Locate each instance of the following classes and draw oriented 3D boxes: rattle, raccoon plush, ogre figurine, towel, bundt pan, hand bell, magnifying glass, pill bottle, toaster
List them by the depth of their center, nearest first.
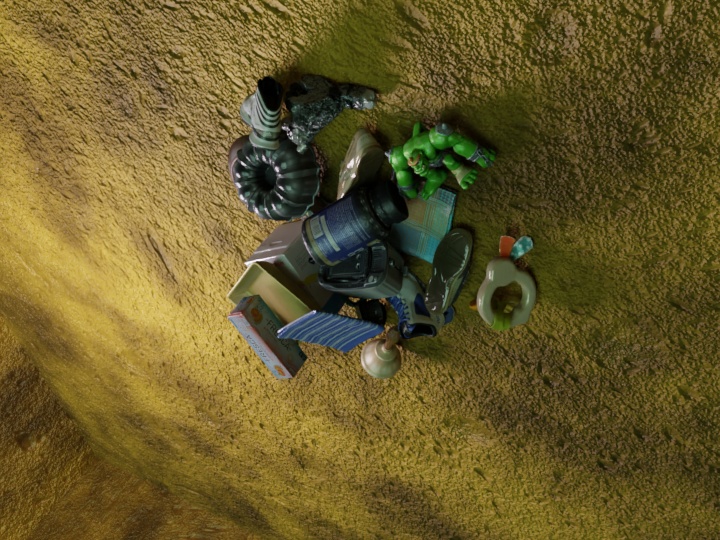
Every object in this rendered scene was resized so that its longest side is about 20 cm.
[{"bbox_3d":[0.128,-0.198,1.206,0.120,0.099,0.199,40,159,-30],"label":"ogre figurine"},{"bbox_3d":[-0.064,-0.280,1.276,0.198,0.097,0.135,19,146,22],"label":"raccoon plush"},{"bbox_3d":[-0.010,-0.095,1.325,0.199,0.112,0.112,-27,112,22],"label":"pill bottle"},{"bbox_3d":[0.276,0.005,1.339,0.129,0.143,0.202,-10,111,5],"label":"rattle"},{"bbox_3d":[0.115,-0.104,1.361,0.145,0.022,0.201,24,139,16],"label":"towel"},{"bbox_3d":[-0.185,-0.196,1.392,0.200,0.076,0.205,7,105,28],"label":"bundt pan"},{"bbox_3d":[0.000,0.000,1.434,0.198,0.115,0.129,-5,161,29],"label":"toaster"},{"bbox_3d":[-0.061,0.133,1.453,0.199,0.024,0.144,16,145,-39],"label":"towel"},{"bbox_3d":[-0.037,-0.007,1.541,0.022,0.079,0.202,-4,115,44],"label":"magnifying glass"},{"bbox_3d":[0.067,0.173,1.576,0.104,0.105,0.201,32,152,7],"label":"hand bell"}]

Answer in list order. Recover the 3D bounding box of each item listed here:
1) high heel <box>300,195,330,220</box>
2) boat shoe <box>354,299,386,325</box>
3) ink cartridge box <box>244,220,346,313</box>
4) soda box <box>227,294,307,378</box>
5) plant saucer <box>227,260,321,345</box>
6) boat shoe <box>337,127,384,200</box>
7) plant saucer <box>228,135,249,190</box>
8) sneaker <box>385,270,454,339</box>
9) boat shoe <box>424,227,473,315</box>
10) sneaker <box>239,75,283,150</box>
[{"bbox_3d":[-0.056,-0.135,1.429,0.142,0.072,0.200,-22,118,42],"label":"high heel"},{"bbox_3d":[0.033,0.111,1.557,0.201,0.062,0.074,63,-170,-75],"label":"boat shoe"},{"bbox_3d":[-0.133,0.004,1.558,0.146,0.145,0.201,-8,124,43],"label":"ink cartridge box"},{"bbox_3d":[-0.208,0.151,1.514,0.063,0.069,0.201,-11,122,44],"label":"soda box"},{"bbox_3d":[-0.185,0.071,1.509,0.199,0.049,0.200,40,142,-6],"label":"plant saucer"},{"bbox_3d":[-0.007,-0.199,1.335,0.065,0.071,0.200,64,149,23],"label":"boat shoe"},{"bbox_3d":[-0.224,-0.205,1.511,0.199,0.037,0.202,22,139,20],"label":"plant saucer"},{"bbox_3d":[0.104,0.080,1.476,0.198,0.115,0.081,34,140,5],"label":"sneaker"},{"bbox_3d":[0.187,-0.002,1.373,0.071,0.066,0.203,33,124,28],"label":"boat shoe"},{"bbox_3d":[-0.178,-0.322,1.284,0.075,0.201,0.116,5,124,-22],"label":"sneaker"}]
